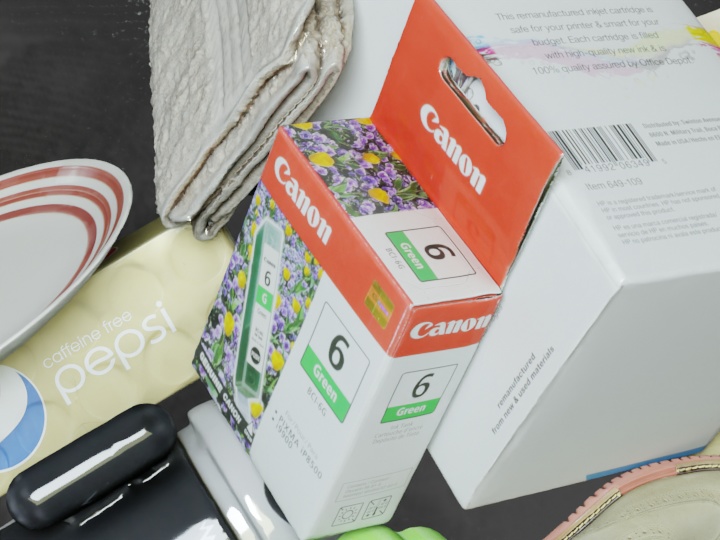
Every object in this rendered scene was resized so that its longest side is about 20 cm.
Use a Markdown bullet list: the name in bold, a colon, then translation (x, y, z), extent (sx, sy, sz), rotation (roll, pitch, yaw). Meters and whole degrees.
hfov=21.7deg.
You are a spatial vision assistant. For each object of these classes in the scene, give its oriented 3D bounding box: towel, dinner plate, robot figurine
- **towel**: translation (-0.056, -0.123, 0.837), extent (0.034, 0.133, 0.201), rotation (18, 43, -28)
- **dinner plate**: translation (-0.186, 0.015, 0.833), extent (0.199, 0.200, 0.024), rotation (-31, 118, -6)
- **robot figurine**: translation (-0.091, 0.143, 0.843), extent (0.199, 0.150, 0.125), rotation (-32, 74, -7)

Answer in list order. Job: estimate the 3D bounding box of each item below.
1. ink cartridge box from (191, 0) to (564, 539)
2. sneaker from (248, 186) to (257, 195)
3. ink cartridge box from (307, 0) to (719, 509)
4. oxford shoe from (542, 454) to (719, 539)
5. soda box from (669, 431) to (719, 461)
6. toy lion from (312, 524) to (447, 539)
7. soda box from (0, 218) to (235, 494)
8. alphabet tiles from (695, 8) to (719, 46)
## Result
- **ink cartridge box**: translation (0.000, 0.000, 0.752), extent (0.050, 0.201, 0.109), rotation (-8, 47, -35)
- **sneaker**: translation (-0.019, -0.111, 0.914), extent (0.200, 0.078, 0.080), rotation (-40, 60, -4)
- **ink cartridge box**: translation (0.079, -0.031, 0.805), extent (0.146, 0.146, 0.201), rotation (-7, 53, -35)
- **oxford shoe**: translation (0.108, 0.140, 0.789), extent (0.199, 0.074, 0.071), rotation (-24, 120, -21)
- **soda box**: translation (0.177, 0.078, 0.883), extent (0.067, 0.064, 0.202), rotation (10, 89, -6)
- **toy lion**: translation (-0.020, 0.209, 0.811), extent (0.199, 0.069, 0.193), rotation (-22, 119, -21)
- **soda box**: translation (-0.140, 0.045, 0.870), extent (0.199, 0.064, 0.068), rotation (-30, 100, -5)
- **alphabet tiles**: translation (0.236, -0.058, 0.884), extent (0.195, 0.015, 0.200), rotation (-22, 59, -27)
